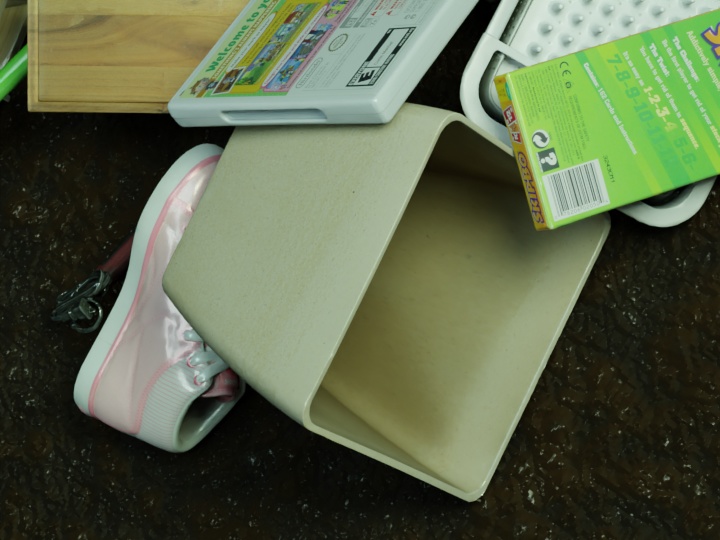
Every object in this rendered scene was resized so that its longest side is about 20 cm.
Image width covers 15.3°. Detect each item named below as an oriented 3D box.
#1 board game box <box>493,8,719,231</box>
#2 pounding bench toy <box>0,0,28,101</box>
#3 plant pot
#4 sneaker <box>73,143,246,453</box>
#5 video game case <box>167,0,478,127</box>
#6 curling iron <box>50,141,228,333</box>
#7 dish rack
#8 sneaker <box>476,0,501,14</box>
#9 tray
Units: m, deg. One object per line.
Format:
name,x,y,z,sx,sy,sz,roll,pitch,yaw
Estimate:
board game box,0.182,-0.097,1.596,0.200,0.030,0.096,-18,94,-19
pounding bench toy,-0.280,-0.148,1.839,0.200,0.124,0.156,19,85,27
plant pot,0.000,0.000,1.643,0.177,0.200,0.200,23,87,39
sneaker,-0.104,0.025,1.737,0.105,0.075,0.201,30,101,30
video game case,-0.002,-0.162,1.634,0.182,0.022,0.200,2,47,44
curling iron,-0.130,-0.029,1.791,0.200,0.026,0.050,-43,27,4
dish rack,0.165,-0.145,1.641,0.171,0.044,0.200,28,88,-11
sneaker,0.096,-0.192,1.708,0.200,0.076,0.091,3,83,27
tray,-0.118,-0.153,1.760,0.200,0.037,0.099,1,95,4
